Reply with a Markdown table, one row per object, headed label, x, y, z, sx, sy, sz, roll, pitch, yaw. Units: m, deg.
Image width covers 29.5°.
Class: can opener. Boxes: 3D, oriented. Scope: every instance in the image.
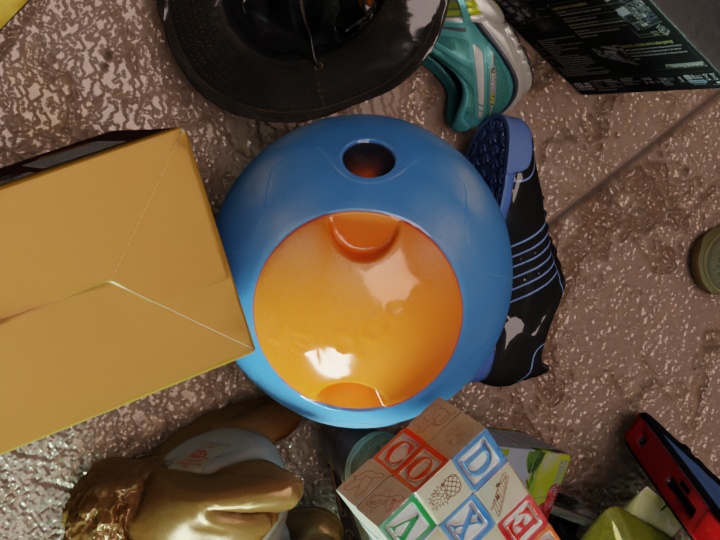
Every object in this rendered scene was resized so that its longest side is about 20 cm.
| label | x | y | z | sx | sy | sz | roll | pitch | yaw |
| --- | --- | --- | --- | --- | --- | --- | --- | --- | --- |
| can opener | 0.108 | 0.181 | 1.028 | 0.198 | 0.053 | 0.068 | 21 | 86 | -21 |

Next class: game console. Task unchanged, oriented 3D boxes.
| label | x | y | z | sx | sy | sz | roll | pitch | yaw |
| --- | --- | --- | --- | --- | --- | --- | --- | --- | --- |
| game console | 0.287 | 0.197 | 1.027 | 0.176 | 0.200 | 0.031 | 37 | 102 | -20 |

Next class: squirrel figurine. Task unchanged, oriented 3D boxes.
| label | x | y | z | sx | sy | sz | roll | pitch | yaw |
| --- | --- | --- | --- | --- | --- | --- | --- | --- | --- |
| squirrel figurine | -0.104 | 0.210 | 0.921 | 0.198 | 0.142 | 0.189 | -13 | 110 | -6 |

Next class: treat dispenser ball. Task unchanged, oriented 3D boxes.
| label | x | y | z | sx | sy | sz | roll | pitch | yaw |
| --- | --- | --- | --- | --- | --- | --- | --- | --- | --- |
| treat dispenser ball | 0.000 | 0.000 | 0.891 | 0.199 | 0.201 | 0.203 | -2 | 95 | -21 |

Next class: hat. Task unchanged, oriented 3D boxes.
| label | x | y | z | sx | sy | sz | roll | pitch | yaw |
| --- | --- | --- | --- | --- | --- | --- | --- | --- | --- |
| hat | -0.033 | -0.191 | 0.914 | 0.198 | 0.081 | 0.203 | 0 | 93 | 10 |

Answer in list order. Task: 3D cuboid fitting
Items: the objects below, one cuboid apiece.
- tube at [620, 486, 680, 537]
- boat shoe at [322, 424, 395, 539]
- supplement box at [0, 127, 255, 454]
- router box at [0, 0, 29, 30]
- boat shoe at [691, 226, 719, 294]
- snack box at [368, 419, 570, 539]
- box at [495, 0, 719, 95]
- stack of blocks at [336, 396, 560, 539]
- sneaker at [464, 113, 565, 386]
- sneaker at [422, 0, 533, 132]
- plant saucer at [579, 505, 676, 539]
| label | x | y | z | sx | sy | sz | roll | pitch | yaw |
| --- | --- | --- | --- | --- | --- | --- | --- | --- | --- |
| tube | 0.161 | 0.245 | 1.027 | 0.052 | 0.058 | 0.200 | 43 | 97 | 3 |
| boat shoe | 0.019 | 0.186 | 0.987 | 0.072 | 0.072 | 0.201 | -41 | 129 | -24 |
| supplement box | -0.198 | 0.009 | 0.812 | 0.196 | 0.200 | 0.134 | -21 | 102 | -19 |
| router box | -0.303 | -0.209 | 0.831 | 0.200 | 0.051 | 0.149 | 45 | 77 | -19 |
| boat shoe | 0.365 | -0.025 | 1.108 | 0.198 | 0.063 | 0.074 | -23 | 102 | -19 |
| snack box | 0.058 | 0.206 | 0.931 | 0.142 | 0.053 | 0.202 | 13 | 97 | -51 |
| box | 0.172 | -0.207 | 0.943 | 0.163 | 0.200 | 0.086 | 40 | 82 | -19 |
| stack of blocks | 0.067 | 0.192 | 0.843 | 0.115 | 0.058 | 0.201 | -40 | 118 | -12 |
| sneaker | 0.113 | -0.014 | 1.005 | 0.077 | 0.070 | 0.202 | 0 | 105 | -26 |
| sneaker | 0.047 | -0.188 | 0.965 | 0.079 | 0.077 | 0.201 | -37 | 107 | -6 |
| plant saucer | 0.174 | 0.283 | 0.996 | 0.200 | 0.048 | 0.200 | -53 | 141 | 3 |
